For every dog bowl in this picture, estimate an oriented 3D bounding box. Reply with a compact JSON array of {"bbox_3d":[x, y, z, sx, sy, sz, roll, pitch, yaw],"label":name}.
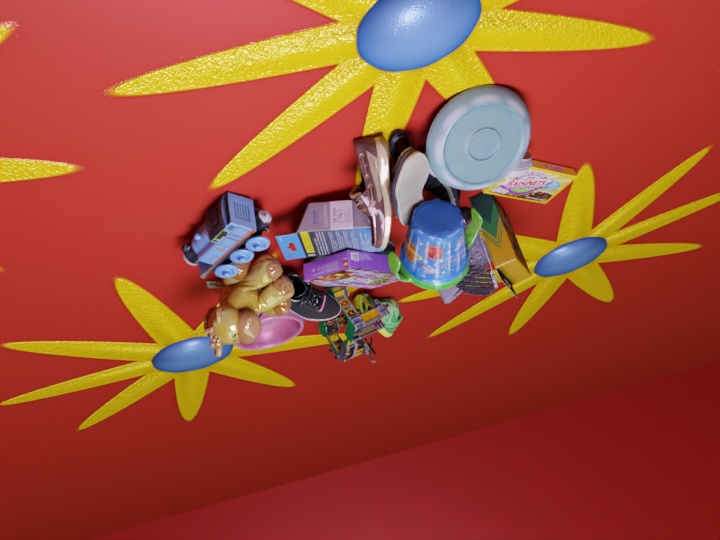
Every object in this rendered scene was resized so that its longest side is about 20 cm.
[{"bbox_3d":[-0.214,0.112,2.014,0.197,0.075,0.201,-15,155,-7],"label":"dog bowl"}]

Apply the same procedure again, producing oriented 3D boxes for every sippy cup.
[{"bbox_3d":[0.139,-0.056,1.653,0.138,0.179,0.131,18,145,13],"label":"sippy cup"}]

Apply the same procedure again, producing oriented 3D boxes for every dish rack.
[{"bbox_3d":[0.198,-0.036,1.816,0.054,0.202,0.153,-30,-163,-28],"label":"dish rack"}]

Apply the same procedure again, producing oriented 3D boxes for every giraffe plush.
[{"bbox_3d":[-0.241,0.077,1.767,0.197,0.163,0.174,-10,128,23],"label":"giraffe plush"}]

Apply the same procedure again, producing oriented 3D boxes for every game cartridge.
[{"bbox_3d":[0.199,-0.030,1.924,0.040,0.134,0.200,-15,158,-30],"label":"game cartridge"}]

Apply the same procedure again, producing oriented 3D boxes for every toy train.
[{"bbox_3d":[-0.248,-0.059,1.642,0.113,0.088,0.199,17,141,-37],"label":"toy train"}]

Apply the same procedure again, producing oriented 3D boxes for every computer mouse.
[{"bbox_3d":[0.054,-0.189,1.638,0.058,0.034,0.201,-17,150,-20],"label":"computer mouse"}]

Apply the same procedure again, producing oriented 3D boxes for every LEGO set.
[{"bbox_3d":[-0.009,0.111,2.060,0.115,0.154,0.202,-21,141,-28],"label":"LEGO set"}]

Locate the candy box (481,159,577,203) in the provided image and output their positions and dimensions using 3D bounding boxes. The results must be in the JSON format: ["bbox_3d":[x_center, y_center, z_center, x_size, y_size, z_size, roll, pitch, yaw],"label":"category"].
[{"bbox_3d":[0.347,-0.184,1.838,0.198,0.027,0.102,4,144,-39],"label":"candy box"}]

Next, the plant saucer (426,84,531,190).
[{"bbox_3d":[0.212,-0.224,1.564,0.197,0.028,0.202,-9,126,-13],"label":"plant saucer"}]

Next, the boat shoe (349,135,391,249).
[{"bbox_3d":[0.015,-0.135,1.579,0.071,0.072,0.203,-5,112,-7],"label":"boat shoe"}]

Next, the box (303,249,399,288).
[{"bbox_3d":[0.000,0.000,1.827,0.198,0.040,0.136,7,164,-44],"label":"box"}]

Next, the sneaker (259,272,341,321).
[{"bbox_3d":[-0.112,0.060,1.901,0.198,0.072,0.099,22,166,-28],"label":"sneaker"}]

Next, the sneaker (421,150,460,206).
[{"bbox_3d":[0.142,-0.181,1.691,0.082,0.073,0.200,2,159,18],"label":"sneaker"}]

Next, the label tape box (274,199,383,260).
[{"bbox_3d":[-0.057,-0.079,1.712,0.197,0.064,0.144,-4,162,2],"label":"label tape box"}]

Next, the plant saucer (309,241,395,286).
[{"bbox_3d":[-0.025,-0.031,1.889,0.198,0.039,0.202,-14,154,-7],"label":"plant saucer"}]

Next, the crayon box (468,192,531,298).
[{"bbox_3d":[0.297,-0.054,1.862,0.050,0.202,0.127,-25,155,16],"label":"crayon box"}]

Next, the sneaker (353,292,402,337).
[{"bbox_3d":[0.044,0.092,2.168,0.084,0.074,0.200,-45,149,0],"label":"sneaker"}]

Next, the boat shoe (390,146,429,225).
[{"bbox_3d":[0.079,-0.158,1.609,0.071,0.061,0.202,-29,154,-16],"label":"boat shoe"}]

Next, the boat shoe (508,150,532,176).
[{"bbox_3d":[0.256,-0.223,1.644,0.199,0.070,0.072,2,134,-38],"label":"boat shoe"}]
